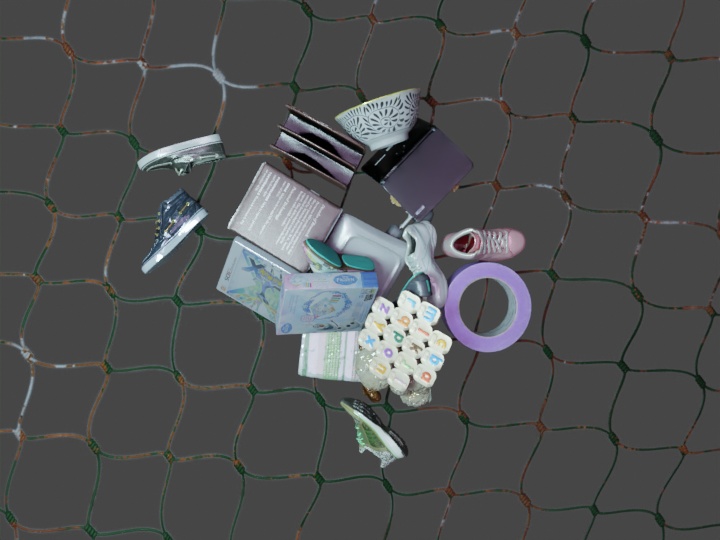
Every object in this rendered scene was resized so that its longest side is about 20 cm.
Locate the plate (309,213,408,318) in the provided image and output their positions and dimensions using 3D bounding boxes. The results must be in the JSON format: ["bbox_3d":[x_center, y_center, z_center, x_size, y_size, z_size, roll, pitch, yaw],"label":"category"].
[{"bbox_3d":[0.000,0.000,1.628,0.198,0.032,0.201,24,104,-24],"label":"plate"}]

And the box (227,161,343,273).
[{"bbox_3d":[-0.161,-0.113,1.606,0.198,0.166,0.166,30,91,-3],"label":"box"}]

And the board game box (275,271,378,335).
[{"bbox_3d":[-0.077,0.072,1.564,0.196,0.201,0.044,-2,59,-14],"label":"board game box"}]

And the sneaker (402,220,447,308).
[{"bbox_3d":[0.137,-0.008,1.619,0.080,0.070,0.203,-10,85,-43],"label":"sneaker"}]

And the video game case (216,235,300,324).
[{"bbox_3d":[-0.215,0.033,1.623,0.198,0.183,0.022,30,47,-2],"label":"video game case"}]

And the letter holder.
[{"bbox_3d":[-0.095,-0.273,1.614,0.198,0.142,0.102,28,91,-2],"label":"letter holder"}]

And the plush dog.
[{"bbox_3d":[0.073,0.218,1.629,0.169,0.160,0.203,-2,93,5],"label":"plush dog"}]

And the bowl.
[{"bbox_3d":[0.052,-0.320,1.588,0.198,0.201,0.095,-19,96,0],"label":"bowl"}]

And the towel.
[{"bbox_3d":[-0.040,0.181,1.691,0.197,0.031,0.152,6,94,-4],"label":"towel"}]

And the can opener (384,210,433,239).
[{"bbox_3d":[0.086,-0.078,1.668,0.200,0.053,0.066,-45,93,1],"label":"can opener"}]

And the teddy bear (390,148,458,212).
[{"bbox_3d":[0.152,-0.211,1.634,0.199,0.145,0.067,-37,137,0],"label":"teddy bear"}]

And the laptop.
[{"bbox_3d":[0.122,-0.232,1.623,0.177,0.200,0.103,-45,121,1],"label":"laptop"}]

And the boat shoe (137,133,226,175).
[{"bbox_3d":[-0.404,-0.251,1.646,0.197,0.071,0.065,-17,91,-2],"label":"boat shoe"}]

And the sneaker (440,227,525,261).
[{"bbox_3d":[0.286,-0.059,1.647,0.197,0.105,0.077,-2,90,-2],"label":"sneaker"}]

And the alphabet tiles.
[{"bbox_3d":[0.094,0.150,1.547,0.194,0.015,0.202,29,105,21],"label":"alphabet tiles"}]

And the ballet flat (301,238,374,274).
[{"bbox_3d":[-0.055,-0.010,1.534,0.071,0.198,0.070,-48,48,27],"label":"ballet flat"}]

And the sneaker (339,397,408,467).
[{"bbox_3d":[0.016,0.380,1.677,0.200,0.077,0.089,44,99,0],"label":"sneaker"}]

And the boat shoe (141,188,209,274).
[{"bbox_3d":[-0.443,-0.090,1.655,0.091,0.071,0.200,44,84,-1],"label":"boat shoe"}]

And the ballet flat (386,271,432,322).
[{"bbox_3d":[0.102,0.080,1.610,0.072,0.200,0.074,13,54,-20],"label":"ballet flat"}]

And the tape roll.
[{"bbox_3d":[0.284,0.081,1.662,0.197,0.085,0.204,0,92,-2],"label":"tape roll"}]
